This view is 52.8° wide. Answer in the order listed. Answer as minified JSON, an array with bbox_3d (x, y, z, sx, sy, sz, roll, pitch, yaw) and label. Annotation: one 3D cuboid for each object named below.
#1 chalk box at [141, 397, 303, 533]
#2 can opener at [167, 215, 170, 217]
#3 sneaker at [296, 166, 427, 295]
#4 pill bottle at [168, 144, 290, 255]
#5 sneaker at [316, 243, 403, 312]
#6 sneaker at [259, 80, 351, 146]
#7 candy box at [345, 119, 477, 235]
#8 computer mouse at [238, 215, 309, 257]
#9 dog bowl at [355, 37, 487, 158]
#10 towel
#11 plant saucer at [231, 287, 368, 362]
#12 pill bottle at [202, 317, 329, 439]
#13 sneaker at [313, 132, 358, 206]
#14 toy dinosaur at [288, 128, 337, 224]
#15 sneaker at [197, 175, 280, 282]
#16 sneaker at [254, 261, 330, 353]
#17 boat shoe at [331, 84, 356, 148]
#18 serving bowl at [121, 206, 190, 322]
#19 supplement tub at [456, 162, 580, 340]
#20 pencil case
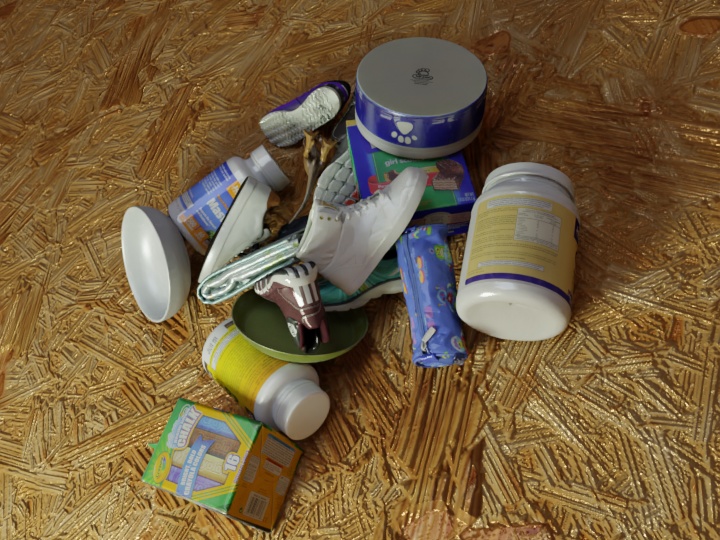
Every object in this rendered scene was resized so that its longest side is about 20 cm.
[{"bbox_3d":[-0.205,0.263,1.010,0.199,0.124,0.124,10,66,31],"label":"chalk box"},{"bbox_3d":[-0.300,-0.115,1.354,0.199,0.053,0.067,-33,19,7],"label":"can opener"},{"bbox_3d":[-0.004,-0.076,0.979,0.200,0.115,0.074,-55,17,6],"label":"sneaker"},{"bbox_3d":[-0.225,-0.127,1.269,0.200,0.112,0.112,-37,51,2],"label":"pill bottle"},{"bbox_3d":[0.000,0.000,1.072,0.199,0.080,0.078,-20,33,2],"label":"sneaker"},{"bbox_3d":[-0.094,-0.294,1.337,0.199,0.070,0.100,-15,25,37],"label":"sneaker"},{"bbox_3d":[0.074,-0.146,1.110,0.168,0.077,0.201,-8,54,-4],"label":"candy box"},{"bbox_3d":[-0.150,-0.059,1.238,0.199,0.034,0.059,-11,58,23],"label":"computer mouse"},{"bbox_3d":[0.091,-0.265,1.101,0.199,0.079,0.201,0,51,0],"label":"dog bowl"},{"bbox_3d":[-0.136,-0.017,1.123,0.199,0.171,0.048,-22,96,26],"label":"towel"},{"bbox_3d":[-0.089,0.077,1.058,0.199,0.031,0.200,8,28,-4],"label":"plant saucer"},{"bbox_3d":[-0.135,0.155,1.048,0.200,0.109,0.109,33,80,39],"label":"pill bottle"},{"bbox_3d":[-0.014,-0.182,1.232,0.201,0.077,0.082,-58,14,0],"label":"sneaker"},{"bbox_3d":[-0.077,-0.175,1.232,0.060,0.107,0.201,10,40,-5],"label":"toy dinosaur"},{"bbox_3d":[-0.198,-0.051,1.203,0.201,0.084,0.073,-57,19,14],"label":"sneaker"},{"bbox_3d":[-0.092,0.058,0.992,0.075,0.200,0.116,-17,89,-14],"label":"sneaker"},{"bbox_3d":[0.013,-0.304,1.281,0.073,0.065,0.200,34,81,37],"label":"boat shoe"},{"bbox_3d":[-0.342,-0.016,1.245,0.066,0.201,0.200,-15,39,-36],"label":"serving bowl"},{"bbox_3d":[0.210,-0.024,0.952,0.145,0.145,0.201,0,61,28],"label":"supplement tub"},{"bbox_3d":[0.094,0.034,0.980,0.078,0.087,0.201,-15,75,28],"label":"pencil case"}]
